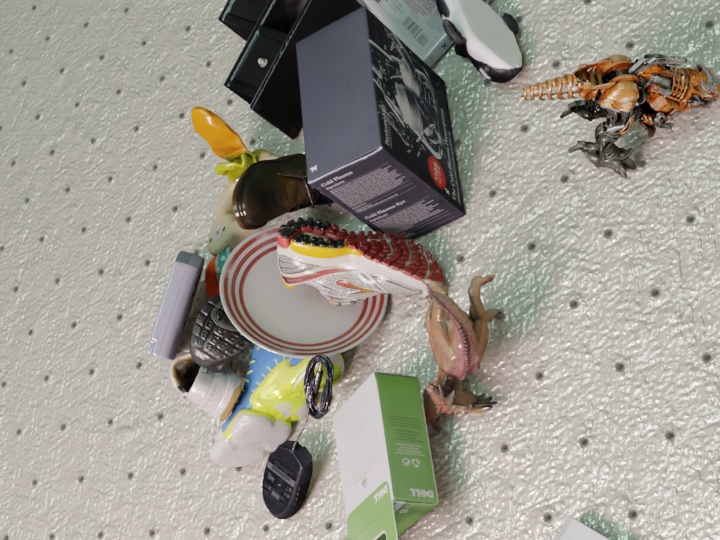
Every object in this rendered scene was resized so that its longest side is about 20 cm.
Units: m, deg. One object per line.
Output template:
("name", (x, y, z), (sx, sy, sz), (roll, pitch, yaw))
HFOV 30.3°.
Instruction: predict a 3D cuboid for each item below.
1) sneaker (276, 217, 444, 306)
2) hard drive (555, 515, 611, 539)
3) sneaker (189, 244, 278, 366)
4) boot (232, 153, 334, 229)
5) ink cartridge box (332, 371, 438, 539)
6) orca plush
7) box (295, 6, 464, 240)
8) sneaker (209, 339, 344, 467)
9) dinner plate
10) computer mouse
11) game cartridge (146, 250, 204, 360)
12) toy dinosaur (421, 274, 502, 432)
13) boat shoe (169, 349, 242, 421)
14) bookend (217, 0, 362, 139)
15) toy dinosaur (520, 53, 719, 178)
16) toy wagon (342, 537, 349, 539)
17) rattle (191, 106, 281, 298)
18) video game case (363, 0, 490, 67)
("sneaker", (0.000, 0.000, 1.522), (0.197, 0.083, 0.078), (13, 30, 8))
("hard drive", (0.202, 0.352, 1.253), (0.131, 0.026, 0.202), (26, 86, 43))
("sneaker", (-0.139, 0.050, 1.602), (0.200, 0.076, 0.091), (-49, -6, -36))
("boot", (-0.077, -0.105, 1.606), (0.096, 0.200, 0.076), (-8, 108, 26))
("ink cartridge box", (0.028, 0.222, 1.407), (0.104, 0.059, 0.202), (-49, 41, 46))
("orca plush", (0.116, -0.287, 1.593), (0.200, 0.105, 0.071), (43, 138, 13))
("box", (0.023, -0.163, 1.538), (0.103, 0.182, 0.202), (-23, 57, 27))
("sneaker", (-0.108, 0.141, 1.574), (0.199, 0.076, 0.105), (-40, 46, 7))
("dinner plate", (-0.066, 0.025, 1.556), (0.197, 0.024, 0.202), (3, 52, -4))
("computer mouse", (-0.064, 0.190, 1.504), (0.058, 0.034, 0.202), (33, 110, 39))
("game cartridge", (-0.228, 0.044, 1.652), (0.200, 0.040, 0.135), (157, 127, -83))
("toy dinosaur", (0.102, 0.085, 1.381), (0.084, 0.200, 0.137), (3, 69, 7))
("boat shoe", (-0.197, 0.122, 1.607), (0.071, 0.069, 0.200), (-62, 20, -2))
("bookend", (-0.127, -0.308, 1.787), (0.199, 0.092, 0.200), (27, 87, 44))
("toy dinosaur", (0.268, -0.185, 1.380), (0.197, 0.136, 0.103), (19, 58, 1))
("toy wagon", (-0.032, 0.367, 1.422), (0.154, 0.039, 0.202), (12, 77, 41))
("rattle", (-0.187, -0.080, 1.693), (0.130, 0.142, 0.202), (30, 87, 43))
("video game case", (0.097, -0.378, 1.693), (0.182, 0.022, 0.201), (-47, 47, 11))
